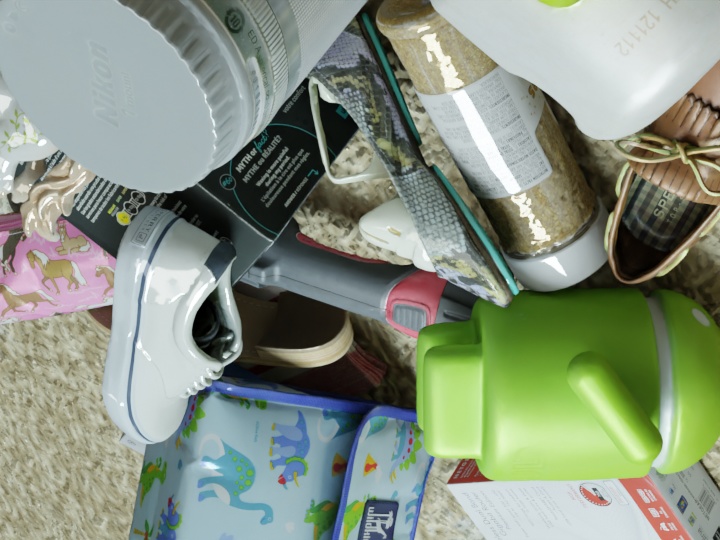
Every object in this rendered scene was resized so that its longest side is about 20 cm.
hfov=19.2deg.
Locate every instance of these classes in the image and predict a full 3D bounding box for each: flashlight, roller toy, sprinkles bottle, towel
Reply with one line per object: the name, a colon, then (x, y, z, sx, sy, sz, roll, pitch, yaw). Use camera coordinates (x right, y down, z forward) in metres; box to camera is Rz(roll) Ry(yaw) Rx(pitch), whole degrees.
flashlight: (0.000, 0.000, 1.399, 0.200, 0.068, 0.068, 19, 170, 22)
roller toy: (0.136, -0.162, 1.014, 0.140, 0.200, 0.182, 39, 155, -6)
sprinkles bottle: (0.081, -0.082, 1.242, 0.068, 0.068, 0.200, -3, 129, 41)
towel: (-0.087, 0.027, 1.541, 0.200, 0.023, 0.144, 47, 143, -13)

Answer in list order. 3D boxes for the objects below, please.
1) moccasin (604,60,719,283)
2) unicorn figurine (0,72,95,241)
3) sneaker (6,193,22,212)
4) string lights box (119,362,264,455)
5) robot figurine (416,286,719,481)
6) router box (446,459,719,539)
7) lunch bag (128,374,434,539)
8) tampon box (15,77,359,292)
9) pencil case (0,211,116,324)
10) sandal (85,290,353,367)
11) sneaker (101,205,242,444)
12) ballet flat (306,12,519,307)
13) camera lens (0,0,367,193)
moccasin: (0.180, -0.064, 1.173, 0.074, 0.078, 0.202, 33, 144, 4)
unicorn figurine: (-0.230, -0.111, 1.220, 0.200, 0.074, 0.137, 32, 135, -16)
sneaker: (-0.228, -0.090, 1.473, 0.075, 0.082, 0.200, 30, 144, 9)
string lights box: (-0.069, 0.137, 1.579, 0.200, 0.059, 0.103, 30, 149, -11)
robot figurine: (0.135, 0.069, 1.291, 0.199, 0.176, 0.116, -1, 105, -3)
router box: (0.185, 0.197, 1.484, 0.179, 0.049, 0.200, -11, 123, 45)
lunch bag: (-0.048, 0.165, 1.471, 0.199, 0.171, 0.127, 12, 180, -28)
tampon box: (-0.119, -0.099, 1.317, 0.200, 0.150, 0.126, 39, 143, -4)
pencil case: (-0.190, -0.014, 1.463, 0.199, 0.086, 0.083, -9, 87, 24)
sandal: (-0.099, 0.049, 1.495, 0.211, 0.078, 0.070, 9, 140, 26)
sneaker: (-0.111, 0.048, 1.287, 0.071, 0.073, 0.200, 25, 145, 14)
ballet flat: (0.020, -0.055, 1.257, 0.201, 0.072, 0.072, 61, 145, 10)
camera lens: (-0.090, -0.161, 1.181, 0.160, 0.200, 0.160, 22, 142, 18)
